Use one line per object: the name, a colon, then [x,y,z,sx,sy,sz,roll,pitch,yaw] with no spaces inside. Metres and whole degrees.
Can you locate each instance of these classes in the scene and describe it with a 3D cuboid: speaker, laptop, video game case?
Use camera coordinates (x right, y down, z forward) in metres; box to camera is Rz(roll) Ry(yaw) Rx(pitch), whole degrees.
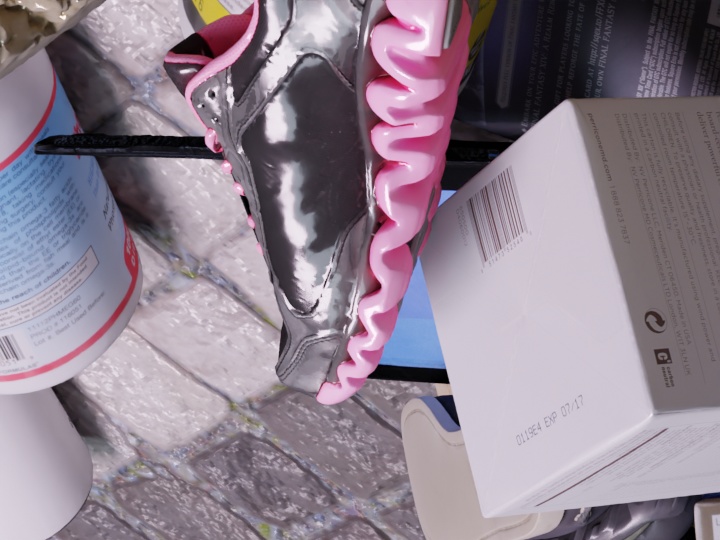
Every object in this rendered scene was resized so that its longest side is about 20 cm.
speaker: [-0.208,0.053,1.311,0.081,0.082,0.201,8,142,28]
laptop: [0.000,0.000,1.003,0.176,0.104,0.199,2,-178,32]
video game case: [0.057,-0.102,0.967,0.199,0.019,0.143,21,146,12]

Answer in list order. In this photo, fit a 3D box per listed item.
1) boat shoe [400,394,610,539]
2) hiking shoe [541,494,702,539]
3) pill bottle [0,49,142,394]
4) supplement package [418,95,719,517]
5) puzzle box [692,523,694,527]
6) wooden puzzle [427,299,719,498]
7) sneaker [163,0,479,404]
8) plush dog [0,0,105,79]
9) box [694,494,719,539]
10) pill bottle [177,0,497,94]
boat shoe: [0.067,0.081,1.054,0.200,0.062,0.073,159,99,-74]
hiking shoe: [0.120,0.117,1.109,0.100,0.076,0.200,18,159,-10]
pill bottle: [-0.174,-0.047,1.126,0.108,0.109,0.201,10,142,26]
supplement package: [0.138,0.010,0.886,0.199,0.110,0.114,-3,160,-31]
puzzle box: [0.124,0.142,1.237,0.199,0.026,0.134,13,144,22]
wooden puzzle: [0.103,0.043,1.102,0.184,0.046,0.201,14,144,21]
sneaker: [-0.018,-0.045,0.827,0.095,0.079,0.201,13,127,4]
plush dog: [-0.147,-0.172,0.944,0.200,0.160,0.172,-36,94,39]
box: [0.205,0.097,1.017,0.120,0.033,0.200,-7,174,14]
pill bottle: [0.008,-0.150,0.843,0.111,0.112,0.201,24,135,6]
